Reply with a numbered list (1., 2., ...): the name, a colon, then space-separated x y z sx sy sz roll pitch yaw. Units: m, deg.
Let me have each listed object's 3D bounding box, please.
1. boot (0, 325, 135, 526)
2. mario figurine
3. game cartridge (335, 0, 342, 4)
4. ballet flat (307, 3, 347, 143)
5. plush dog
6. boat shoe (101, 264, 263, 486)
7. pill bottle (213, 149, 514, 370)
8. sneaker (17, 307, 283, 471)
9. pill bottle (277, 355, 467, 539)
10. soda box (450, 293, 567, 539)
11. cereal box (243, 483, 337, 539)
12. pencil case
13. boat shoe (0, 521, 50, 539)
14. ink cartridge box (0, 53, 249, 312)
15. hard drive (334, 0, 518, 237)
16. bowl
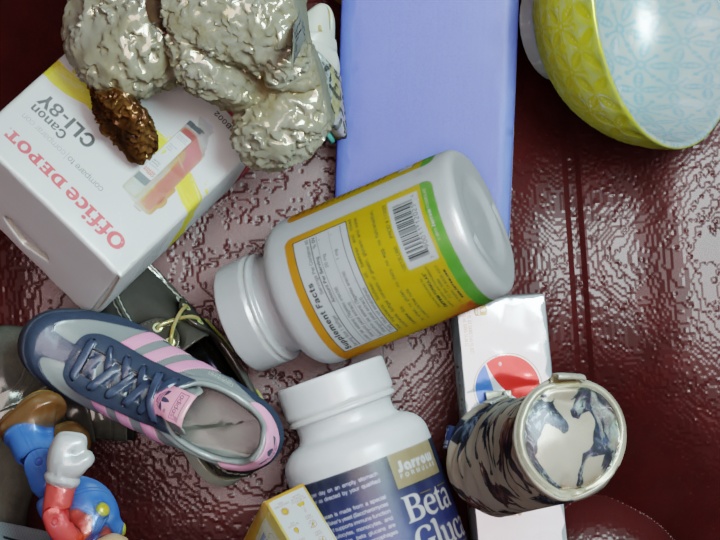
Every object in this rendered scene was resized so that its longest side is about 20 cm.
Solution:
1. boot: -0.224 0.128 1.488 0.130 0.068 0.201 -8 88 -8
2. mario figurine: -0.170 0.174 1.386 0.106 0.123 0.201 -48 54 28
3. game cartridge: 0.052 -0.276 1.538 0.176 0.032 0.200 35 89 0
4. ballet flat: -0.060 -0.185 1.495 0.072 0.072 0.200 -40 78 -4
5. plush dog: -0.121 -0.170 1.383 0.171 0.161 0.201 -11 70 10
6. boat shoe: -0.129 0.061 1.483 0.072 0.060 0.202 -36 93 -41
7. pill bottle: 0.000 0.000 1.459 0.199 0.111 0.112 -22 87 18
8. sneaker: -0.143 0.080 1.405 0.199 0.082 0.071 22 88 -6
9. pill bottle: 0.011 0.169 1.467 0.110 0.111 0.201 -20 88 -3
10. soda box: 0.109 0.120 1.498 0.068 0.064 0.201 -5 88 -3
11. cereal box: -0.020 0.266 1.420 0.039 0.144 0.201 -22 68 -29
12. pencil case: 0.115 0.117 1.367 0.077 0.200 0.090 -10 83 -14
13. boat shoe: -0.195 0.234 1.466 0.199 0.074 0.067 20 108 -22
14. ink cartridge box: -0.167 -0.091 1.455 0.145 0.083 0.200 44 62 0
15. hard drive: 0.049 -0.125 1.510 0.131 0.025 0.201 2 95 3
16. bowl: 0.181 -0.185 1.486 0.107 0.200 0.201 -3 86 41
